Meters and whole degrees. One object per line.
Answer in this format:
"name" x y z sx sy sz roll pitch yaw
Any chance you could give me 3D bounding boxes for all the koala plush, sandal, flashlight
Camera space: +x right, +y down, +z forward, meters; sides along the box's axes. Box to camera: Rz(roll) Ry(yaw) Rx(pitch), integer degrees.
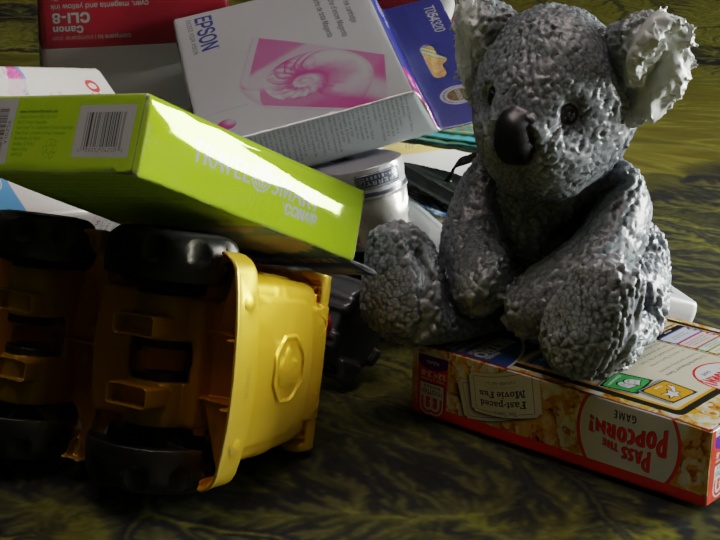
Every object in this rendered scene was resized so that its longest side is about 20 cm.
"koala plush" 0.109 -0.063 1.033 0.176 0.202 0.183 9 18 30
"sandal" 0.126 -0.053 1.257 0.199 0.048 0.075 17 11 -2
"flashlight" -0.066 0.012 1.151 0.199 0.068 0.068 14 41 43

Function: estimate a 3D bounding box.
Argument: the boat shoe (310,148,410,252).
"boat shoe" -0.010 -0.047 1.208 0.070 0.070 0.200 -17 12 -16

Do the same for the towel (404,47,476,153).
"towel" 0.039 -0.137 1.315 0.198 0.022 0.147 8 35 -10

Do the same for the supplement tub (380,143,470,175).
"supplement tub" 0.017 -0.112 1.420 0.199 0.147 0.145 -9 20 -30

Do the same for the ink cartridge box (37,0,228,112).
"ink cartridge box" -0.176 -0.132 1.383 0.143 0.202 0.145 -4 17 -10

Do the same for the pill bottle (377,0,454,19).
"pill bottle" -0.016 -0.256 1.379 0.199 0.114 0.113 16 18 -2

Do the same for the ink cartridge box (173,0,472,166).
"ink cartridge box" -0.022 -0.142 1.224 0.199 0.044 0.197 -16 34 -3

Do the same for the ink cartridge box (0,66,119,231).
"ink cartridge box" -0.218 -0.041 1.115 0.199 0.125 0.129 -5 52 -50

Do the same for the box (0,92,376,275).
"box" -0.091 -0.044 0.961 0.121 0.048 0.199 4 -12 39

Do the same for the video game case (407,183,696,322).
"video game case" 0.116 -0.015 1.246 0.181 0.024 0.200 14 12 -19

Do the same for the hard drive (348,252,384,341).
"hard drive" 0.000 0.000 1.240 0.134 0.043 0.200 -8 21 -29

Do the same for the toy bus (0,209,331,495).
"toy bus" -0.110 0.038 0.999 0.199 0.137 0.192 8 6 28

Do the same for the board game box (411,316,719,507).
"board game box" 0.153 0.067 1.039 0.199 0.047 0.151 15 22 38
